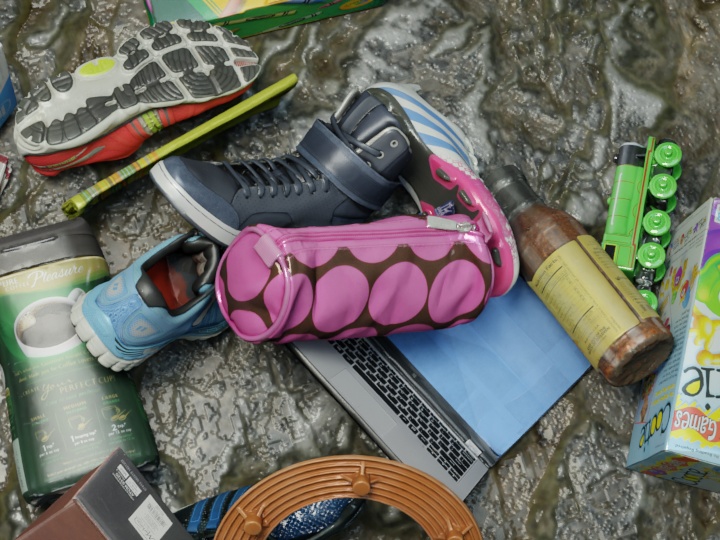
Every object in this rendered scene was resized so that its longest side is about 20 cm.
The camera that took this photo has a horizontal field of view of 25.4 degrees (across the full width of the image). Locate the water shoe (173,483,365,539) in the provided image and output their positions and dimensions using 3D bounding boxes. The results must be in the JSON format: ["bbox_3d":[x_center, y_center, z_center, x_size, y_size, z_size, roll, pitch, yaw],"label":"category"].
[{"bbox_3d":[-0.090,0.190,1.169,0.199,0.079,0.072,-26,80,-13],"label":"water shoe"}]

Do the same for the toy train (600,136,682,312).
[{"bbox_3d":[0.219,-0.018,1.282,0.056,0.042,0.201,8,69,14],"label":"toy train"}]

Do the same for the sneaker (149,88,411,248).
[{"bbox_3d":[-0.050,-0.080,1.167,0.146,0.202,0.077,-50,53,14],"label":"sneaker"}]

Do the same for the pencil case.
[{"bbox_3d":[0.000,0.000,1.141,0.199,0.094,0.091,-7,61,-34],"label":"pencil case"}]

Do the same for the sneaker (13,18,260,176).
[{"bbox_3d":[-0.174,-0.131,1.240,0.199,0.085,0.077,-21,68,-15],"label":"sneaker"}]

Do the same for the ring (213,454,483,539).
[{"bbox_3d":[-0.009,0.216,1.133,0.199,0.019,0.202,-1,120,-1],"label":"ring"}]

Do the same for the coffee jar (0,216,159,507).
[{"bbox_3d":[-0.221,0.065,1.181,0.103,0.085,0.202,-14,79,-9],"label":"coffee jar"}]

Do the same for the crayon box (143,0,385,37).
[{"bbox_3d":[-0.086,-0.258,1.297,0.198,0.058,0.120,-15,78,-11],"label":"crayon box"}]

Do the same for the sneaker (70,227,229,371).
[{"bbox_3d":[-0.120,0.009,1.171,0.079,0.090,0.200,53,33,0],"label":"sneaker"}]

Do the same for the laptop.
[{"bbox_3d":[0.062,0.057,1.209,0.187,0.200,0.116,46,108,6],"label":"laptop"}]

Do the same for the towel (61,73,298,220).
[{"bbox_3d":[-0.139,-0.094,1.234,0.199,0.086,0.018,-31,97,-14],"label":"towel"}]

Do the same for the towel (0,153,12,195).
[{"bbox_3d":[-0.372,-0.025,1.220,0.143,0.023,0.201,24,72,1],"label":"towel"}]

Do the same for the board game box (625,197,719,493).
[{"bbox_3d":[0.286,0.063,1.238,0.102,0.105,0.202,15,75,-4],"label":"board game box"}]

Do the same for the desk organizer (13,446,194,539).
[{"bbox_3d":[-0.145,0.232,1.107,0.077,0.072,0.200,-33,99,27],"label":"desk organizer"}]

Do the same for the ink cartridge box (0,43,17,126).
[{"bbox_3d":[-0.340,-0.084,1.169,0.066,0.116,0.201,32,73,4],"label":"ink cartridge box"}]

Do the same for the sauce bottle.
[{"bbox_3d":[0.162,-0.001,1.237,0.066,0.066,0.201,-26,58,-13],"label":"sauce bottle"}]

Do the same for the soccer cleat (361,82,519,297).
[{"bbox_3d":[0.073,-0.071,1.255,0.086,0.070,0.201,-19,69,-49],"label":"soccer cleat"}]
